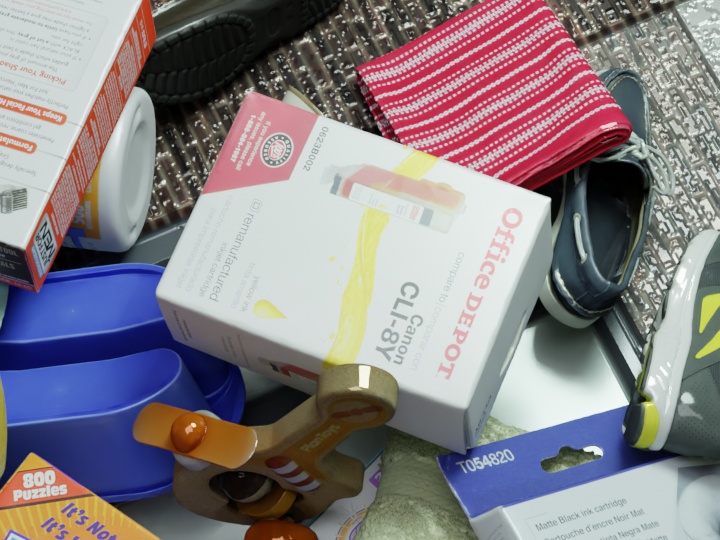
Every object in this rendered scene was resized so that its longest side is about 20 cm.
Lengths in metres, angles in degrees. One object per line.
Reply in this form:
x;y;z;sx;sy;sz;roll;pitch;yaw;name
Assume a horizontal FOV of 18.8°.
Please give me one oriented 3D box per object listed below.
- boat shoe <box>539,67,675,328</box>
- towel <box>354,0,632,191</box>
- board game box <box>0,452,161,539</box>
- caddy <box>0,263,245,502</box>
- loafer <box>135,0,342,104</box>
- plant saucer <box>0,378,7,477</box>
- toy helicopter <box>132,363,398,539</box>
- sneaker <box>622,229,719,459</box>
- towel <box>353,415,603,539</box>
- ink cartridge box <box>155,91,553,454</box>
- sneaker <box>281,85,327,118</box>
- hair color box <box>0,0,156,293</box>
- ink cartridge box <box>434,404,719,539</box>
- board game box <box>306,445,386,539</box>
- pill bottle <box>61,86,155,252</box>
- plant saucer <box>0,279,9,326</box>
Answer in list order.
0.164;-0.058;1.425;0.075;0.062;0.201;33;54;-17;boat shoe
0.084;-0.113;1.445;0.144;0.023;0.200;-28;40;1;towel
-0.154;0.267;1.237;0.199;0.200;0.200;31;71;17;board game box
-0.174;0.080;1.383;0.198;0.105;0.142;-7;44;9;caddy
-0.098;-0.181;1.517;0.199;0.073;0.071;-30;57;-29;loafer
-0.279;0.165;1.205;0.048;0.199;0.201;43;45;-19;plant saucer
-0.049;0.099;1.265;0.132;0.200;0.079;22;54;-22;toy helicopter
0.222;0.054;1.367;0.084;0.075;0.201;21;43;5;sneaker
0.101;0.156;1.323;0.199;0.037;0.149;19;45;0;towel
0.000;0.000;1.291;0.199;0.084;0.146;20;71;11;ink cartridge box
-0.011;-0.020;1.392;0.090;0.067;0.200;-43;70;3;sneaker
-0.217;-0.098;1.368;0.110;0.064;0.201;17;63;10;hair color box
0.169;0.164;1.287;0.199;0.041;0.201;-12;60;-37;ink cartridge box
0.041;0.223;1.333;0.200;0.040;0.153;41;73;20;board game box
-0.245;-0.078;1.457;0.198;0.112;0.113;6;65;7;pill bottle
-0.307;0.050;1.380;0.199;0.036;0.201;-28;41;27;plant saucer
